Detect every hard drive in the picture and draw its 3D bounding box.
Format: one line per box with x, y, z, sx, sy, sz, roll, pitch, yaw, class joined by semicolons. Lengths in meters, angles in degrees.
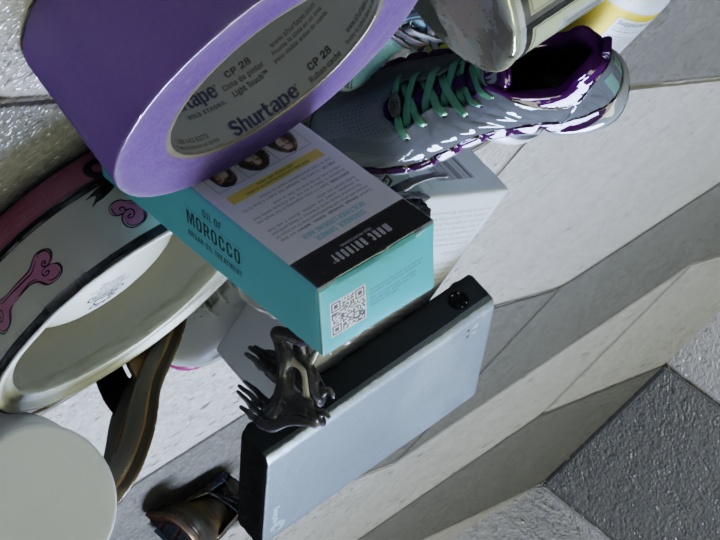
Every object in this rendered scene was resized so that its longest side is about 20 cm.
0.001;0.097;1.643;0.199;0.033;0.140;-34;157;-22;hard drive

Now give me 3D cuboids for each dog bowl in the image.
-0.158;-0.004;1.432;0.200;0.074;0.200;-36;168;-9;dog bowl

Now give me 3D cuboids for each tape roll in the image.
-0.066;-0.132;1.207;0.200;0.085;0.200;-36;167;-10;tape roll

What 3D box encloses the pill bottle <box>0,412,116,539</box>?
-0.232;0.146;1.504;0.114;0.114;0.200;-32;-169;-24;pill bottle

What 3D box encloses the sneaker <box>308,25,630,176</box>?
0.059;-0.113;1.430;0.198;0.075;0.088;-12;162;8;sneaker

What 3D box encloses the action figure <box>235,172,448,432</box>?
-0.023;0.006;1.489;0.201;0.102;0.119;-61;-179;32;action figure

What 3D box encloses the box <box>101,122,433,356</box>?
-0.054;-0.040;1.301;0.082;0.200;0.049;-30;139;-27;box

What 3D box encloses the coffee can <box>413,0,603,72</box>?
0.114;-0.218;1.254;0.199;0.147;0.146;-34;167;-14;coffee can

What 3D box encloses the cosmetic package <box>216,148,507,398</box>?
0.000;0.000;1.605;0.101;0.071;0.200;-7;138;-54;cosmetic package

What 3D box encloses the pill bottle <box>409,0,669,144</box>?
0.128;-0.181;1.502;0.200;0.112;0.112;-46;165;32;pill bottle

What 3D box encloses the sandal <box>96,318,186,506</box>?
-0.153;0.062;1.556;0.082;0.054;0.201;126;-19;-59;sandal

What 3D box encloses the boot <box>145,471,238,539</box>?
-0.151;0.228;2.304;0.097;0.075;0.200;-47;177;-11;boot

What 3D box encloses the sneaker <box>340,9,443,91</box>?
0.047;-0.161;1.385;0.200;0.096;0.079;-46;164;34;sneaker

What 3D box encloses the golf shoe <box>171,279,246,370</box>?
-0.081;-0.015;1.634;0.200;0.075;0.091;-48;157;9;golf shoe
